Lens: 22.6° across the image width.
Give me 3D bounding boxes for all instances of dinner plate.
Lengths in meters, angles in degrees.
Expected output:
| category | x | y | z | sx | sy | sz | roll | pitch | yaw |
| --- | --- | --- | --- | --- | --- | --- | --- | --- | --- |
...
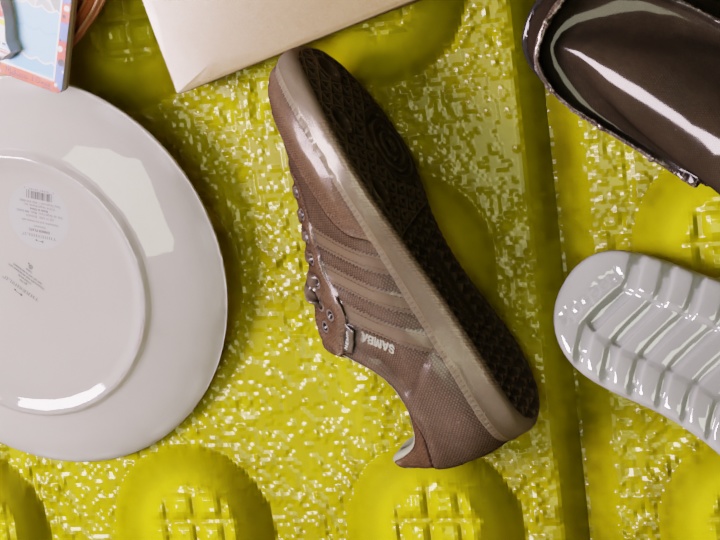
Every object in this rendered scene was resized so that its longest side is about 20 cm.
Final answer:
| category | x | y | z | sx | sy | sz | roll | pitch | yaw |
| --- | --- | --- | --- | --- | --- | --- | --- | --- | --- |
| dinner plate | -0.159 | 0.005 | 0.880 | 0.199 | 0.024 | 0.201 | 6 | 110 | 17 |

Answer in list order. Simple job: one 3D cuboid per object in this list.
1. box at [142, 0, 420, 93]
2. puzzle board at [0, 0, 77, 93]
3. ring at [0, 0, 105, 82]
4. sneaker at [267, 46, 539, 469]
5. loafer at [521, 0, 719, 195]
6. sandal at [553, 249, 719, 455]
| category | x | y | z | sx | sy | sz | roll | pitch | yaw |
| --- | --- | --- | --- | --- | --- | --- | --- | --- | --- |
| box | -0.025 | -0.187 | 0.801 | 0.199 | 0.021 | 0.164 | -18 | 94 | 23 |
| puzzle board | -0.212 | -0.182 | 0.844 | 0.199 | 0.017 | 0.152 | 21 | 115 | 22 |
| ring | -0.190 | -0.188 | 0.851 | 0.199 | 0.019 | 0.202 | 9 | 110 | 26 |
| sneaker | 0.000 | 0.000 | 0.807 | 0.075 | 0.070 | 0.201 | -30 | 90 | 24 |
| loafer | 0.155 | -0.065 | 0.734 | 0.199 | 0.071 | 0.073 | 26 | 109 | 13 |
| sandal | 0.177 | 0.052 | 0.768 | 0.202 | 0.050 | 0.083 | 36 | 97 | 23 |
